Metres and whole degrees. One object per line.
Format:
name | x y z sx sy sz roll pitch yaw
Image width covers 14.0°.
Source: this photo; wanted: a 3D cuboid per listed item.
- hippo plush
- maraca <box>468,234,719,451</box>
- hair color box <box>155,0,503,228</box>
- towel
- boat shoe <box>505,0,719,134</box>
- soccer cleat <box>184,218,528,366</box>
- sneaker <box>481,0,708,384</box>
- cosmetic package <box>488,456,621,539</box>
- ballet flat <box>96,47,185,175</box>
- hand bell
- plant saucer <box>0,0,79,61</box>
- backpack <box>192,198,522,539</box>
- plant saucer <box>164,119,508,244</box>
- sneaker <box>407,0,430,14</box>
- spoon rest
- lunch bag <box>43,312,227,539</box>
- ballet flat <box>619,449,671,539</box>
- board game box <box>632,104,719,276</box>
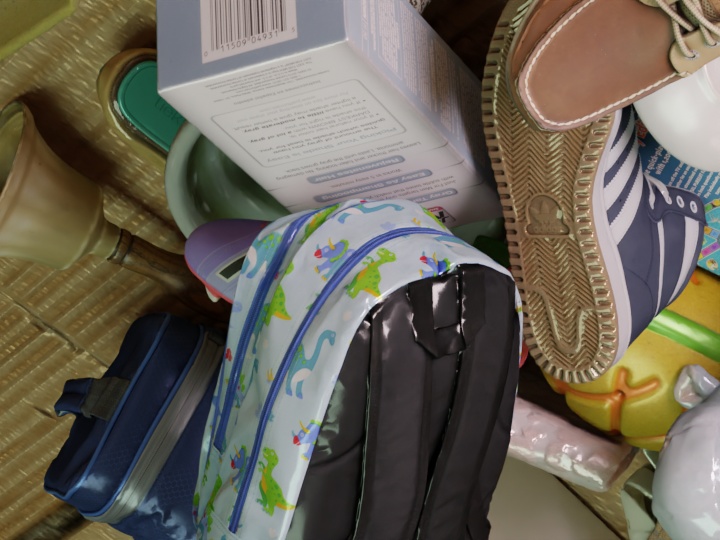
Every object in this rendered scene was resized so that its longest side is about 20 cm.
hippo plush | 0.223 0.069 1.444 0.160 0.200 0.160 -6 108 31
maraca | 0.137 0.030 1.552 0.199 0.107 0.137 27 166 -15
hair color box | -0.009 -0.080 1.404 0.099 0.061 0.200 -13 152 21
towel | 0.060 0.066 1.639 0.199 0.032 0.191 21 -174 10
boat shoe | 0.149 -0.128 1.276 0.076 0.200 0.072 50 -174 -15
soccer cleat | 0.000 0.000 1.519 0.199 0.067 0.077 21 125 23
sneaker | 0.116 -0.057 1.422 0.070 0.108 0.201 6 111 31
cosmetic package | 0.062 0.160 1.789 0.200 0.108 0.085 42 142 -24
ballet flat | -0.068 -0.056 1.643 0.200 0.069 0.063 44 171 -20
hand bell | -0.136 -0.013 1.735 0.199 0.105 0.104 25 149 -21
plant saucer | -0.265 -0.190 1.593 0.200 0.049 0.200 40 144 -20
backpack | 0.001 0.066 1.413 0.154 0.162 0.201 53 137 37
plant saucer | -0.004 -0.057 1.564 0.199 0.050 0.201 2 141 2
sneaker | -0.029 -0.137 1.466 0.199 0.089 0.077 -16 128 45
spoon rest | 0.146 -0.140 1.348 0.201 0.099 0.061 63 161 -18
lunch bag | -0.117 0.100 1.777 0.132 0.136 0.200 32 171 -10
ballet flat | 0.190 0.127 1.708 0.067 0.068 0.200 35 141 12
board game box | 0.196 -0.058 1.458 0.199 0.047 0.151 26 146 1
